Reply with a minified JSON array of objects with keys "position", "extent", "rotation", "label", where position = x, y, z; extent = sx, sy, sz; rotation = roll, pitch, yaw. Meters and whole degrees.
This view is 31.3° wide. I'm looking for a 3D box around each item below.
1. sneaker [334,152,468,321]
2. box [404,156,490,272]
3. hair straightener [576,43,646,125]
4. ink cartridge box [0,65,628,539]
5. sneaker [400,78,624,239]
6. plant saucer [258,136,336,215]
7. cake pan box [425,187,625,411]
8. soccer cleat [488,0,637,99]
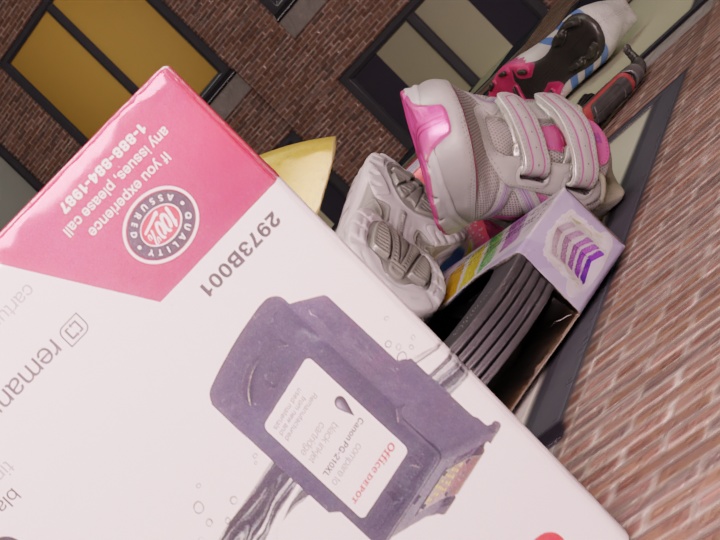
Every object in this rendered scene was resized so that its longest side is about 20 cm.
[{"position":[0.000,0.000,0.731],"extent":[0.099,0.078,0.200],"rotation":[-48,3,22],"label":"sneaker"},{"position":[0.041,-0.009,0.879],"extent":[0.200,0.095,0.100],"rotation":[-46,4,7],"label":"box"},{"position":[0.161,-0.112,1.008],"extent":[0.200,0.041,0.077],"rotation":[-50,6,-31],"label":"hair straightener"},{"position":[-0.039,0.062,0.401],"extent":[0.145,0.200,0.084],"rotation":[-46,8,-5],"label":"ink cartridge box"},{"position":[0.087,-0.065,0.706],"extent":[0.088,0.082,0.200],"rotation":[-21,-15,22],"label":"sneaker"},{"position":[-0.090,0.020,0.777],"extent":[0.200,0.048,0.202],"rotation":[167,120,-71],"label":"plant saucer"},{"position":[0.033,0.061,0.673],"extent":[0.185,0.052,0.200],"rotation":[-52,7,-28],"label":"cake pan box"},{"position":[0.211,-0.214,1.331],"extent":[0.086,0.070,0.200],"rotation":[-30,-2,-32],"label":"soccer cleat"}]
